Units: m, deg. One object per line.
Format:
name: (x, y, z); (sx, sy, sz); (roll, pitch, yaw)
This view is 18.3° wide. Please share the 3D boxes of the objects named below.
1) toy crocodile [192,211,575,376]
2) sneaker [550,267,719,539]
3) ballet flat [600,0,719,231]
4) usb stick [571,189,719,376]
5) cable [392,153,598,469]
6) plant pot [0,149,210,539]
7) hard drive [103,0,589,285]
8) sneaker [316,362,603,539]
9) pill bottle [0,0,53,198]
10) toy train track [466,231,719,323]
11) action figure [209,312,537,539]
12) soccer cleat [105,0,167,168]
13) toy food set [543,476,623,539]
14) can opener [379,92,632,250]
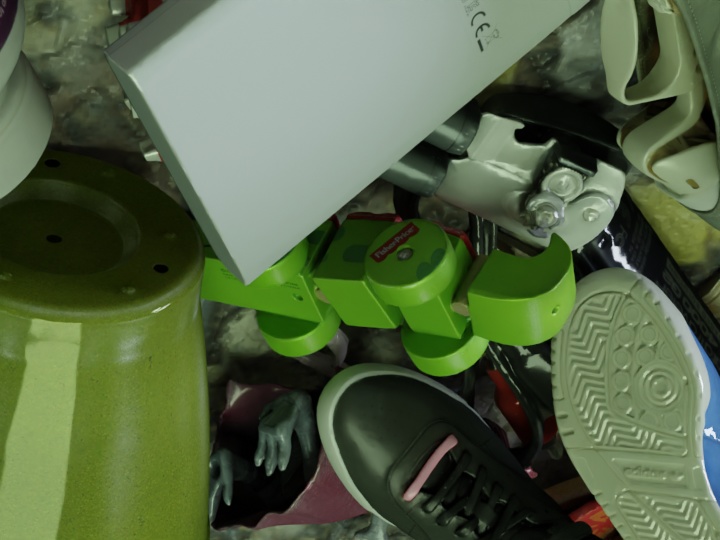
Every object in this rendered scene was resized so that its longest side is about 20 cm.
toy crocodile: (0.000, 0.000, 0.997); (0.200, 0.062, 0.068); (6, 144, 31)
sneaker: (0.156, 0.090, 1.049); (0.077, 0.200, 0.111); (-27, 177, 20)
ballet flat: (0.136, -0.078, 0.973); (0.064, 0.067, 0.200); (-33, 136, -17)
usb stick: (0.153, 0.033, 1.082); (0.033, 0.056, 0.200); (-15, 127, 35)
cable: (0.063, 0.023, 1.070); (0.097, 0.050, 0.200); (-30, 116, 19)
plant pot: (-0.147, 0.058, 0.985); (0.200, 0.201, 0.193); (4, 123, -18)
hard drive: (0.003, -0.100, 0.885); (0.200, 0.027, 0.132); (-40, 140, -12)
sneaker: (0.067, 0.117, 1.035); (0.071, 0.099, 0.200); (-49, 116, -10)
pill bottle: (-0.194, -0.109, 0.832); (0.112, 0.112, 0.200); (-20, 137, 9)
toy train track: (0.126, 0.031, 1.118); (0.200, 0.033, 0.115); (27, 125, -34)
action figure: (0.013, 0.093, 1.137); (0.200, 0.134, 0.149); (4, 95, -34)
soccer cleat: (-0.056, -0.121, 0.881); (0.085, 0.069, 0.200); (-9, 129, -13)
toy food set: (0.139, 0.172, 1.249); (0.199, 0.049, 0.198); (-1, 142, -17)
can opener: (0.027, -0.064, 0.978); (0.200, 0.067, 0.053); (21, 125, -20)
